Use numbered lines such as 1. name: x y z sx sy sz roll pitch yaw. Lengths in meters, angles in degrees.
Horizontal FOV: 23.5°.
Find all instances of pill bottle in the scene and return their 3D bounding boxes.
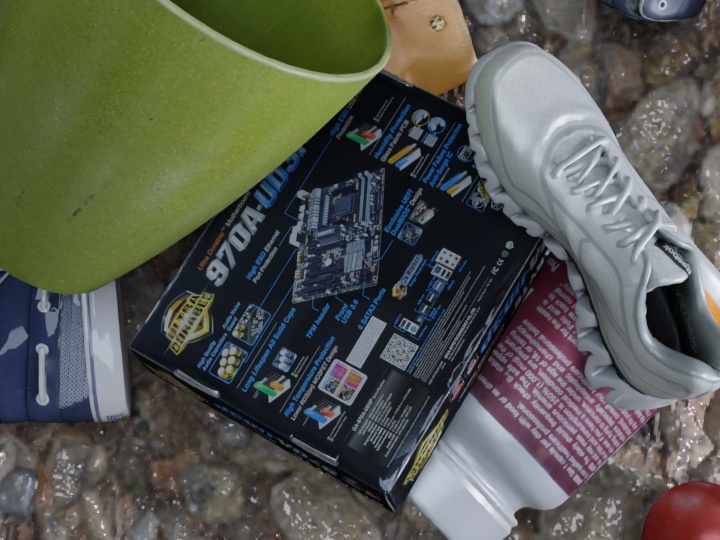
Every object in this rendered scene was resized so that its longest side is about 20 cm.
1. pill bottle: 0.101 0.056 0.947 0.200 0.114 0.114 -44 84 -3

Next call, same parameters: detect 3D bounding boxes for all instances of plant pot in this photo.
1. plant pot: -0.117 -0.088 0.866 0.187 0.187 0.200 43 119 6

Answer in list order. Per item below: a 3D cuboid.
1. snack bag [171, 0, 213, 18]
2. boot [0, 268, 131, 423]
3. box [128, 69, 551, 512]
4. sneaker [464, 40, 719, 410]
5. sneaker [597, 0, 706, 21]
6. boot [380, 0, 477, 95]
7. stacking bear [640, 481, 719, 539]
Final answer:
1. snack bag: -0.117 -0.220 0.940 0.200 0.021 0.189 -17 91 13
2. boot: -0.184 -0.011 0.987 0.090 0.073 0.200 -5 85 -3
3. box: 0.000 0.000 0.902 0.159 0.046 0.200 27 77 16
4. sneaker: 0.121 -0.024 0.841 0.075 0.081 0.200 -33 98 -16
5. sneaker: 0.156 -0.217 0.939 0.146 0.202 0.077 -55 48 13
6. boot: 0.000 -0.092 0.989 0.144 0.071 0.201 -13 80 2
7. stacking bear: 0.168 0.211 0.937 0.114 0.121 0.200 24 76 -2
